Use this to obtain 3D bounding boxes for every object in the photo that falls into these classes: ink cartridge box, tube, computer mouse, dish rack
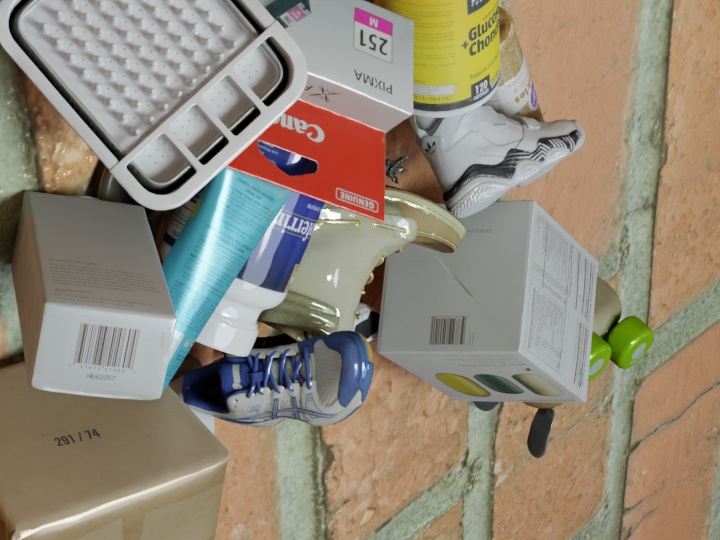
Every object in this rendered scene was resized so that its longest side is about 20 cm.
[{"bbox_3d":[-0.047,-0.150,1.558,0.199,0.043,0.175,18,58,-31],"label":"ink cartridge box"},{"bbox_3d":[-0.129,0.002,1.548,0.077,0.050,0.201,30,92,-45],"label":"tube"},{"bbox_3d":[-0.038,0.057,1.851,0.200,0.109,0.044,-9,85,-61],"label":"computer mouse"},{"bbox_3d":[-0.157,-0.164,1.458,0.172,0.044,0.200,-43,99,-12],"label":"dish rack"}]

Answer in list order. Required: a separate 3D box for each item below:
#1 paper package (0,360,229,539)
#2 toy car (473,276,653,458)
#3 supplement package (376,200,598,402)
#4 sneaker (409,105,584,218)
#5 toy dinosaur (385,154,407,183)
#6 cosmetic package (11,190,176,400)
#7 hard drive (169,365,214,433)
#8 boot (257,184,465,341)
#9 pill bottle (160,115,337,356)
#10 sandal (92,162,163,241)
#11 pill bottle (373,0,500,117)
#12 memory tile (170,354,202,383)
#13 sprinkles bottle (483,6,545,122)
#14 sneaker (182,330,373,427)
[{"bbox_3d":[-0.233,0.160,1.549,0.199,0.191,0.104,-16,133,-34],"label":"paper package"},{"bbox_3d":[0.190,0.100,2.117,0.157,0.164,0.201,-14,138,-47],"label":"toy car"},{"bbox_3d":[0.129,0.034,1.924,0.200,0.151,0.152,34,59,-60],"label":"supplement package"},{"bbox_3d":[0.127,-0.132,1.835,0.199,0.115,0.075,-29,175,-44],"label":"sneaker"},{"bbox_3d":[-0.012,-0.113,1.738,0.199,0.088,0.048,-13,128,-47],"label":"toy dinosaur"},{"bbox_3d":[-0.204,0.016,1.471,0.101,0.200,0.075,8,112,-16],"label":"cosmetic package"},{"bbox_3d":[-0.210,0.182,1.731,0.199,0.026,0.133,-29,135,-37],"label":"hard drive"},{"bbox_3d":[0.000,0.000,1.743,0.199,0.072,0.156,17,77,-34],"label":"boot"},{"bbox_3d":[-0.099,-0.038,1.631,0.115,0.115,0.201,16,99,-55],"label":"pill bottle"},{"bbox_3d":[-0.160,-0.093,1.591,0.081,0.054,0.201,10,106,-55],"label":"sandal"},{"bbox_3d":[0.066,-0.243,1.720,0.112,0.112,0.201,-37,141,-30],"label":"pill bottle"},{"bbox_3d":[-0.223,0.137,1.718,0.199,0.017,0.154,12,105,-55],"label":"memory tile"},{"bbox_3d":[0.139,-0.171,1.909,0.068,0.068,0.200,-48,144,-16],"label":"sprinkles bottle"},{"bbox_3d":[-0.074,0.098,1.670,0.088,0.199,0.076,9,69,-40],"label":"sneaker"}]
